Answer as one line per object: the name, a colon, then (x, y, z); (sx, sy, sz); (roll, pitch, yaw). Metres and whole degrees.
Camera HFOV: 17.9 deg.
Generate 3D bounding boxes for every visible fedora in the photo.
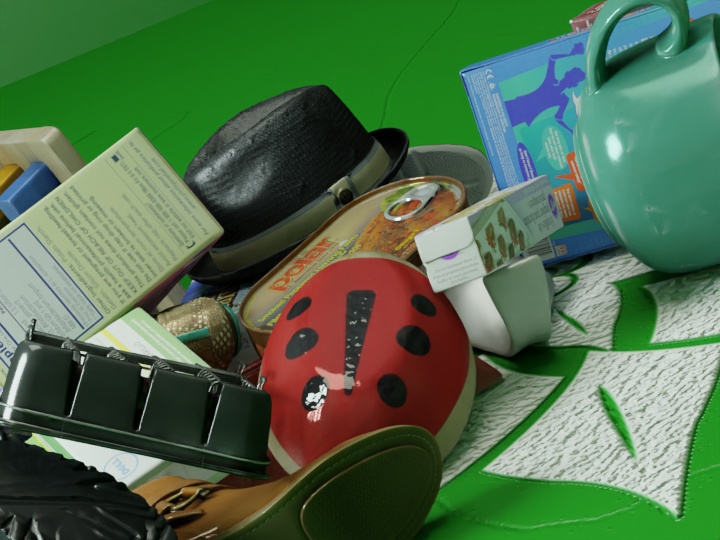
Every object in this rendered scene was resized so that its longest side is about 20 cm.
fedora: (-0.064, -0.077, 1.739); (0.200, 0.092, 0.201); (-29, 16, 9)

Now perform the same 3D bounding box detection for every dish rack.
dish rack: (-0.128, 0.068, 1.293); (0.152, 0.055, 0.200); (14, 0, -8)

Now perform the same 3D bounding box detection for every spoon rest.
spoon rest: (0.092, 0.024, 1.531); (0.099, 0.061, 0.200); (-22, 2, -5)

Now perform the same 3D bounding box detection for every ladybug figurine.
ladybug figurine: (0.002, 0.056, 1.393); (0.135, 0.072, 0.201); (-3, 38, 4)

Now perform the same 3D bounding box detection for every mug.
mug: (0.202, -0.091, 1.499); (0.114, 0.186, 0.152); (-21, -4, 19)

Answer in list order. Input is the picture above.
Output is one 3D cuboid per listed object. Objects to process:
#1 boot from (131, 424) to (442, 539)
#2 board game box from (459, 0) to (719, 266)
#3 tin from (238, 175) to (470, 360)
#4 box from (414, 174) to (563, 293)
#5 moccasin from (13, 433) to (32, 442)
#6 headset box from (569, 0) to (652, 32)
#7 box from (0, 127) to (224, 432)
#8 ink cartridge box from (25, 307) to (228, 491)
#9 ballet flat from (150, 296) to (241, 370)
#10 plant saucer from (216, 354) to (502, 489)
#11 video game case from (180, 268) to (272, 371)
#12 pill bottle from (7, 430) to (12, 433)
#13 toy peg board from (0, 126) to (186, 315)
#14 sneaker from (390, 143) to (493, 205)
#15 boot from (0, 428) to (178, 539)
boot: (-0.062, 0.143, 1.289); (0.200, 0.077, 0.155); (-41, 25, -20)
board game box: (0.187, -0.100, 1.603); (0.199, 0.153, 0.045); (-16, 7, 18)
tin: (0.000, 0.000, 1.567); (0.111, 0.042, 0.200); (7, 37, 41)
box: (0.086, -0.026, 1.485); (0.041, 0.039, 0.200); (-18, 3, 22)
moccasin: (-0.224, 0.142, 1.507); (0.199, 0.069, 0.081); (-17, 16, 17)
headset box: (0.251, -0.137, 1.646); (0.199, 0.150, 0.075); (-14, 10, 25)
box: (-0.217, 0.022, 1.584); (0.200, 0.097, 0.176); (-40, -1, -30)
ink cartridge box: (-0.177, 0.120, 1.413); (0.199, 0.048, 0.145); (-34, 39, -18)
ballet flat: (-0.151, 0.064, 1.591); (0.065, 0.071, 0.200); (-12, -13, -31)
plant saucer: (-0.035, 0.085, 1.507); (0.199, 0.037, 0.200); (-27, 16, -20)
video game case: (-0.048, 0.015, 1.721); (0.180, 0.046, 0.200); (-21, 12, 7)
pill bottle: (-0.309, 0.082, 1.742); (0.110, 0.112, 0.200); (-22, 16, 0)
toy peg board: (-0.266, -0.006, 1.865); (0.199, 0.200, 0.098); (1, 44, 53)
sneaker: (0.011, -0.062, 1.859); (0.199, 0.078, 0.112); (-20, 17, 8)
boot: (-0.189, 0.174, 1.243); (0.199, 0.169, 0.076); (27, 42, 15)
